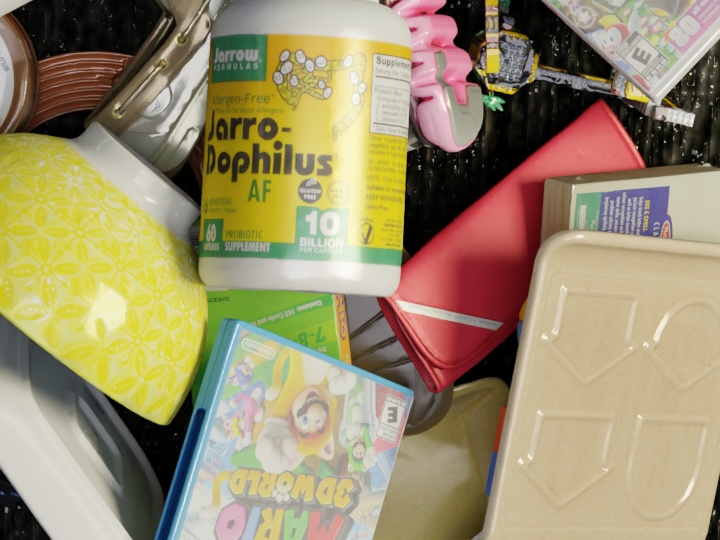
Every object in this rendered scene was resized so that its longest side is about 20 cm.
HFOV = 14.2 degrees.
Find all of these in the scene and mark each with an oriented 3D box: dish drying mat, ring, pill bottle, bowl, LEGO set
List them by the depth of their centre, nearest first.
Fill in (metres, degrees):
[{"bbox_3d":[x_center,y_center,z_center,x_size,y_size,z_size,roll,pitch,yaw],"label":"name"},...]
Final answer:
[{"bbox_3d":[-0.029,-0.088,1.585,0.112,0.113,0.201,4,89,-7],"label":"pill bottle"},{"bbox_3d":[-0.151,-0.017,1.613,0.200,0.200,0.108,39,90,-13],"label":"bowl"},{"bbox_3d":[0.146,-0.170,1.660,0.153,0.116,0.201,21,98,-10],"label":"LEGO set"},{"bbox_3d":[0.095,-0.015,1.698,0.200,0.018,0.077,-39,105,-26],"label":"dish drying mat"},{"bbox_3d":[-0.157,-0.030,1.715,0.200,0.019,0.201,-1,103,-6],"label":"ring"}]

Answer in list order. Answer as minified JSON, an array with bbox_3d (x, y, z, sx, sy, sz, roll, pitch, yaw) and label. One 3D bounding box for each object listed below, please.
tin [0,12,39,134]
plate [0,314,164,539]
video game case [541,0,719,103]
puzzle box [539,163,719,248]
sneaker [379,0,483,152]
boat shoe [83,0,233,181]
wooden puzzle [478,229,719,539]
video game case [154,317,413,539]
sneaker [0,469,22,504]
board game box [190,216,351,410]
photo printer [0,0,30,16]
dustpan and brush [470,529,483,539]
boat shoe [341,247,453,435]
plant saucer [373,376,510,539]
[{"bbox_3d":[-0.282,-0.089,1.669,0.200,0.042,0.112,-30,88,1],"label":"tin"},{"bbox_3d":[-0.161,0.103,1.641,0.032,0.200,0.200,-31,112,7],"label":"plate"},{"bbox_3d":[0.141,-0.212,1.618,0.200,0.018,0.143,44,89,11],"label":"video game case"},{"bbox_3d":[0.158,0.038,1.726,0.133,0.025,0.201,-6,106,-39],"label":"puzzle box"},{"bbox_3d":[0.001,-0.157,1.666,0.095,0.079,0.201,-16,82,28],"label":"sneaker"},{"bbox_3d":[-0.092,-0.150,1.659,0.066,0.074,0.200,27,89,-15],"label":"boat shoe"},{"bbox_3d":[0.146,0.073,1.682,0.185,0.046,0.201,5,104,-41],"label":"wooden puzzle"},{"bbox_3d":[-0.050,0.143,1.620,0.143,0.018,0.201,24,79,-40],"label":"video game case"},{"bbox_3d":[-0.219,0.089,1.650,0.112,0.200,0.073,27,82,-15],"label":"sneaker"},{"bbox_3d":[-0.052,0.065,1.682,0.095,0.030,0.201,-2,100,17],"label":"board game box"},{"bbox_3d":[-0.286,-0.190,1.618,0.200,0.069,0.167,-28,84,0],"label":"photo printer"},{"bbox_3d":[0.067,0.264,1.746,0.140,0.057,0.200,43,89,-2],"label":"dustpan and brush"},{"bbox_3d":[0.000,0.000,1.706,0.073,0.065,0.201,-22,96,4],"label":"boat shoe"},{"bbox_3d":[0.014,0.177,1.766,0.199,0.048,0.201,-15,103,-2],"label":"plant saucer"}]
